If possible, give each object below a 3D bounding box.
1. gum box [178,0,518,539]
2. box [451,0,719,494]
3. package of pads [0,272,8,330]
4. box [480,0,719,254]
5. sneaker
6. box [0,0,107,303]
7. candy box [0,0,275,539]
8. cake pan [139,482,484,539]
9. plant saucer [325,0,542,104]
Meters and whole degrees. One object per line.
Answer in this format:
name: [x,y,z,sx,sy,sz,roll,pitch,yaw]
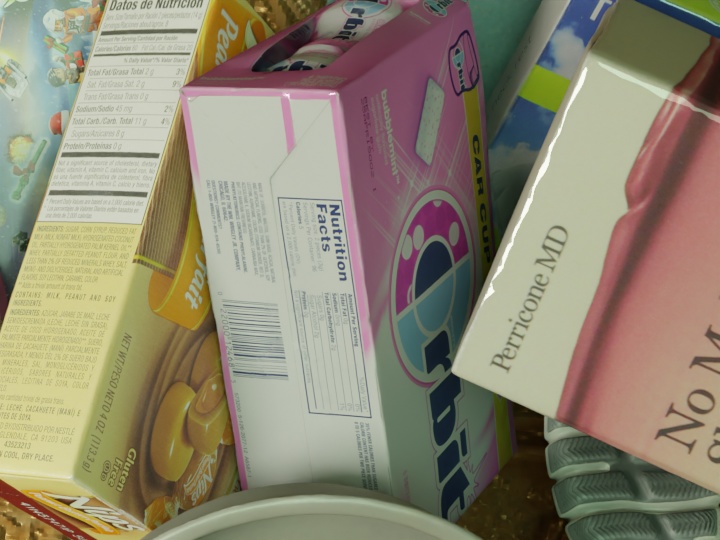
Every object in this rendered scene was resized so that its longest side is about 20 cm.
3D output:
gum box: [0.000,0.000,0.799,0.066,0.113,0.201,4,113,27]
box: [0.150,0.007,0.747,0.199,0.109,0.128,23,110,4]
package of pads: [-0.224,0.039,0.800,0.199,0.076,0.121,-12,92,11]
box: [0.108,-0.046,0.846,0.122,0.048,0.200,21,123,-10]
sneaker: [0.101,0.117,0.838,0.075,0.116,0.201,2,61,-10]
box: [-0.142,-0.019,0.858,0.136,0.040,0.201,-4,95,-8]
candy box: [-0.070,0.004,0.798,0.055,0.115,0.201,1,65,28]
cake pan: [-0.023,0.159,0.764,0.199,0.037,0.201,-4,115,-8]
plant saucer: [0.085,-0.101,0.862,0.200,0.039,0.202,1,123,2]
